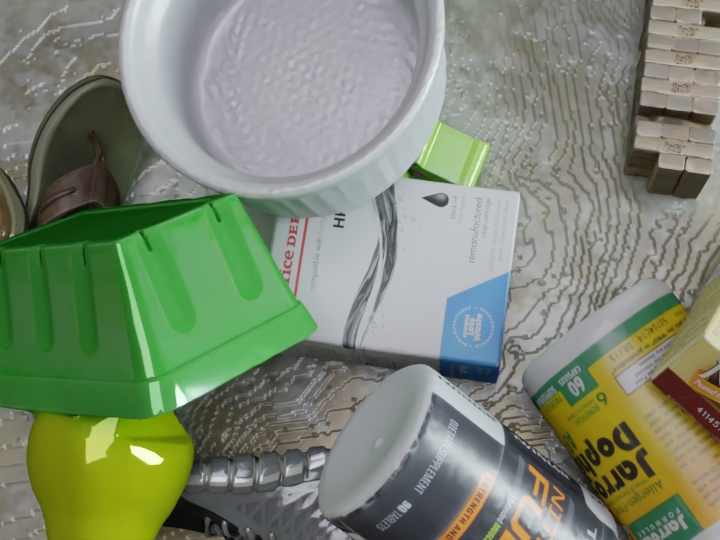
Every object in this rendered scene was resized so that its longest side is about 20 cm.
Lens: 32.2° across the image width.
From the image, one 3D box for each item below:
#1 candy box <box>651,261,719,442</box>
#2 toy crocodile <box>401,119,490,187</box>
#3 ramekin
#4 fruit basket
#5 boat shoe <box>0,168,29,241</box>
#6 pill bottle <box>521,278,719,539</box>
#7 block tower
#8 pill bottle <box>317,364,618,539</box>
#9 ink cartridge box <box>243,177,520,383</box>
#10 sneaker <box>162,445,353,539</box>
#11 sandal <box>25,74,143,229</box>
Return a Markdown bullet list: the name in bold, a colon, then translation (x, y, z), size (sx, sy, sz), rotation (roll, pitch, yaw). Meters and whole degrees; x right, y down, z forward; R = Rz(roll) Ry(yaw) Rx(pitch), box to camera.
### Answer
- **candy box**: translation (0.263, 0.033, 0.741), size (0.115, 0.055, 0.200), rotation (42, 46, 3)
- **toy crocodile**: translation (-0.007, -0.107, 0.852), size (0.198, 0.062, 0.068), rotation (27, 81, 9)
- **ramekin**: translation (-0.040, -0.130, 0.770), size (0.197, 0.098, 0.203), rotation (-3, 77, 11)
- **fruit basket**: translation (-0.136, 0.070, 0.739), size (0.155, 0.216, 0.216), rotation (-26, 72, -44)
- **boat shoe**: translation (-0.295, -0.062, 0.825), size (0.199, 0.076, 0.072), rotation (36, 95, 34)
- **pill bottle**: translation (0.197, 0.115, 0.758), size (0.112, 0.113, 0.201), rotation (-34, 77, -4)
- **block tower**: translation (0.219, -0.157, 0.848), size (0.053, 0.058, 0.203), rotation (8, 77, 6)
- **pill bottle**: translation (0.080, 0.153, 0.740), size (0.199, 0.106, 0.107), rotation (38, 81, -16)
- **ink cartridge box**: translation (0.000, 0.000, 0.823), size (0.197, 0.068, 0.118), rotation (7, 77, 7)
- **sneaker**: translation (-0.054, 0.174, 0.787), size (0.197, 0.075, 0.117), rotation (-8, 79, 2)
- **sandal**: translation (-0.191, -0.030, 0.837), size (0.057, 0.079, 0.203), rotation (18, 86, 44)
